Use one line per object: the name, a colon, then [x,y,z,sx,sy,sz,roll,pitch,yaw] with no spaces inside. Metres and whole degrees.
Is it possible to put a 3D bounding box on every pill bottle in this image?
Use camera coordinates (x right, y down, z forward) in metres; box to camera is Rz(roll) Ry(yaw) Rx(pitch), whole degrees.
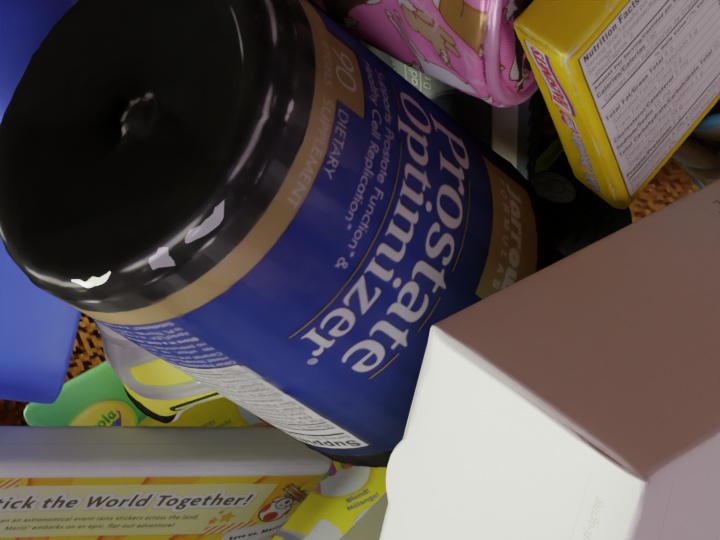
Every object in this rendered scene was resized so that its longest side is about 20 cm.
pill bottle: [-0.009,-0.006,0.779,0.112,0.112,0.200,-30,141,24]

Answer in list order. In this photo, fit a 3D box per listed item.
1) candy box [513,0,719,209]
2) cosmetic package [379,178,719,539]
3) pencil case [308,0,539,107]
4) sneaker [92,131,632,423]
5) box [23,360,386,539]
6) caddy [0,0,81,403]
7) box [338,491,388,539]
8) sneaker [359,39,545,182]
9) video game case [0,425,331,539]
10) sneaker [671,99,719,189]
candy box: [0.125,-0.118,0.760,0.200,0.026,0.102,-49,151,-9]
cosmetic package: [0.102,0.044,0.777,0.085,0.200,0.108,34,131,28]
pencil case: [-0.020,-0.123,0.772,0.199,0.083,0.087,28,121,24]
sneaker: [0.000,0.000,0.916,0.199,0.076,0.077,-10,137,-10]
box: [-0.032,0.089,1.017,0.117,0.048,0.200,-26,125,22]
caddy: [-0.138,-0.047,0.853,0.104,0.142,0.201,10,128,-10]
box: [0.067,0.133,0.921,0.109,0.200,0.128,-5,121,52]
sneaker: [0.019,-0.115,0.838,0.082,0.070,0.201,4,123,12]
video game case: [-0.133,0.120,0.942,0.199,0.023,0.182,4,136,-41]
sneaker: [0.132,-0.054,0.872,0.076,0.081,0.200,-32,122,23]
